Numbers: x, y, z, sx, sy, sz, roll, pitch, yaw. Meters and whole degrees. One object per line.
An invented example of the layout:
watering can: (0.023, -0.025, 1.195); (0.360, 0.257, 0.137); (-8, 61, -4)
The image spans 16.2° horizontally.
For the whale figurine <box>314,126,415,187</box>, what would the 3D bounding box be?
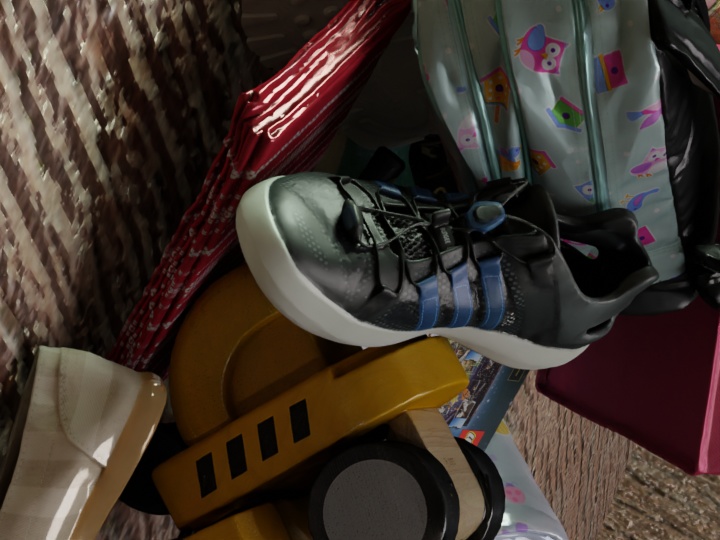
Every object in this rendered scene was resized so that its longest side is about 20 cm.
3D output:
whale figurine: (0.000, 0.000, 1.244); (0.159, 0.103, 0.201); (-1, 110, -75)

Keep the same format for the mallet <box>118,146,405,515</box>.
mallet: (-0.047, 0.027, 1.141); (0.200, 0.041, 0.066); (-55, 169, 8)

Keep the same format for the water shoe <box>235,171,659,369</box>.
water shoe: (0.037, -0.014, 0.995); (0.200, 0.072, 0.079); (11, 139, -47)

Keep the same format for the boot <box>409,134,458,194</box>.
boot: (0.037, -0.065, 1.341); (0.204, 0.073, 0.154); (62, 49, -83)

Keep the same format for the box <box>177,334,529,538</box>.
box: (0.007, 0.067, 1.169); (0.136, 0.038, 0.201); (10, 113, -50)

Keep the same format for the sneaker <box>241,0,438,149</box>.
sneaker: (-0.008, -0.127, 1.117); (0.200, 0.076, 0.081); (57, 24, -63)

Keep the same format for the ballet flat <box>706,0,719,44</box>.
ballet flat: (0.129, -0.165, 1.301); (0.071, 0.199, 0.071); (-59, -162, 31)

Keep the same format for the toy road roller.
toy road roller: (-0.046, 0.084, 1.056); (0.200, 0.146, 0.123); (-30, 171, 13)

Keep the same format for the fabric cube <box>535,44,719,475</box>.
fabric cube: (0.224, -0.006, 1.260); (0.200, 0.198, 0.197); (-151, -114, -69)

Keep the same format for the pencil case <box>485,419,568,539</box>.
pencil case: (0.041, 0.103, 1.310); (0.200, 0.083, 0.091); (-115, -145, -46)

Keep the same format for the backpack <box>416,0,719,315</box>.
backpack: (0.094, -0.082, 1.079); (0.200, 0.126, 0.168); (64, 13, -62)

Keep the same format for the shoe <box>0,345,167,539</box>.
shoe: (-0.142, 0.123, 1.001); (0.201, 0.053, 0.070); (-65, -161, 1)

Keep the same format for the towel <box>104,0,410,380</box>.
towel: (-0.052, -0.023, 1.058); (0.200, 0.022, 0.145); (-58, 174, 37)
